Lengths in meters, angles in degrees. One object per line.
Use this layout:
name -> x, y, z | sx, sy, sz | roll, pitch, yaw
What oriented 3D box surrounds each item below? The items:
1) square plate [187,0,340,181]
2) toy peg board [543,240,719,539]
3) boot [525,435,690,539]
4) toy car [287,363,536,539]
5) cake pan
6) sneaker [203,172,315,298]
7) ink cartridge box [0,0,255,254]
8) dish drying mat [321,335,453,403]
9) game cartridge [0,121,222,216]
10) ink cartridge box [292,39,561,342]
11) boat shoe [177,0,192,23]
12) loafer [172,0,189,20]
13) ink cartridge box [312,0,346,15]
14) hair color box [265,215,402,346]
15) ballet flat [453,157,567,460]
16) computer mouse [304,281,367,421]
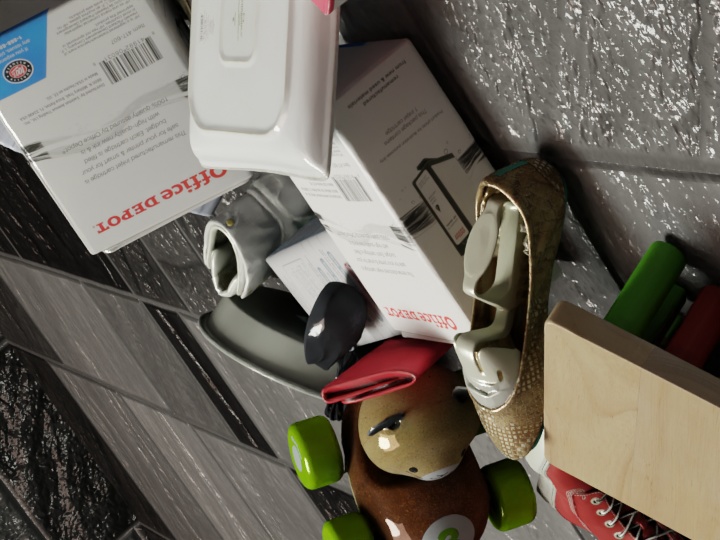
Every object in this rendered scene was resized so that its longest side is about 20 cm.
square plate -> -0.071, -0.165, 1.495 | 0.198, 0.028, 0.201 | 10, 98, 60
toy peg board -> 0.224, 0.085, 1.406 | 0.198, 0.098, 0.200 | 27, 156, 18
boot -> 0.196, 0.171, 1.660 | 0.144, 0.072, 0.200 | 43, 170, 22
toy car -> 0.049, 0.133, 1.680 | 0.200, 0.163, 0.159 | 112, 139, -68
cake pan -> -0.040, 0.063, 1.911 | 0.199, 0.037, 0.200 | 20, -169, -4
sneaker -> -0.082, -0.014, 1.902 | 0.074, 0.116, 0.200 | 40, 162, 25
ink cartridge box -> -0.188, -0.133, 1.681 | 0.201, 0.145, 0.084 | 60, -172, -33
dish drying mat -> 0.035, 0.062, 1.648 | 0.018, 0.076, 0.200 | 70, -160, -5
game cartridge -> -0.176, -0.130, 1.765 | 0.199, 0.134, 0.041 | 18, -161, -26
ink cartridge box -> 0.030, -0.054, 1.556 | 0.200, 0.084, 0.146 | 55, 162, -17
boat shoe -> -0.078, -0.167, 1.640 | 0.201, 0.074, 0.073 | 57, 162, -25
loafer -> -0.170, -0.231, 1.747 | 0.200, 0.068, 0.076 | 31, 155, 48
ink cartridge box -> -0.054, -0.274, 1.336 | 0.200, 0.083, 0.147 | 46, 163, 14
hair color box -> 0.000, 0.000, 1.746 | 0.099, 0.061, 0.200 | 51, 163, -6
ballet flat -> 0.090, 0.026, 1.456 | 0.070, 0.065, 0.201 | 12, 102, 49
computer mouse -> -0.012, 0.069, 1.732 | 0.034, 0.059, 0.200 | 23, 157, 15
